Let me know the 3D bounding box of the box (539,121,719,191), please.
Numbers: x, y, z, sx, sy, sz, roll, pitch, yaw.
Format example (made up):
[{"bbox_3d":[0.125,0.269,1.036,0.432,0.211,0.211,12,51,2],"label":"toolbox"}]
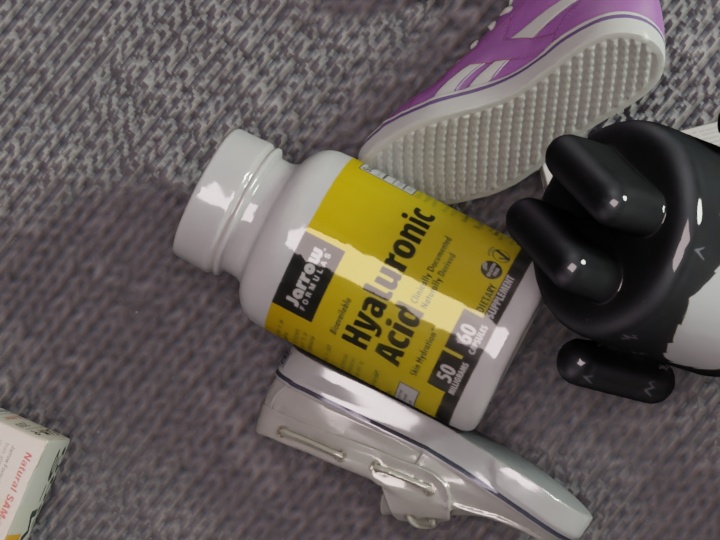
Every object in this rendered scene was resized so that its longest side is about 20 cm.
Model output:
[{"bbox_3d":[0.204,-0.065,1.426,0.200,0.039,0.041,-14,88,3],"label":"box"}]

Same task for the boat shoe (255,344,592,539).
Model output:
[{"bbox_3d":[0.033,0.115,1.415,0.200,0.072,0.066,27,95,4],"label":"boat shoe"}]

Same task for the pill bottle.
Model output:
[{"bbox_3d":[0.000,0.000,1.399,0.200,0.111,0.111,27,90,5],"label":"pill bottle"}]

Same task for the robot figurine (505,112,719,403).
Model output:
[{"bbox_3d":[0.176,-0.009,1.339,0.150,0.200,0.125,-24,59,44],"label":"robot figurine"}]

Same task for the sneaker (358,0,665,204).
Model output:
[{"bbox_3d":[0.087,-0.116,1.428,0.200,0.114,0.073,-26,131,23],"label":"sneaker"}]

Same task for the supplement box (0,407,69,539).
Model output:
[{"bbox_3d":[-0.287,0.115,1.430,0.200,0.074,0.126,24,89,4],"label":"supplement box"}]
